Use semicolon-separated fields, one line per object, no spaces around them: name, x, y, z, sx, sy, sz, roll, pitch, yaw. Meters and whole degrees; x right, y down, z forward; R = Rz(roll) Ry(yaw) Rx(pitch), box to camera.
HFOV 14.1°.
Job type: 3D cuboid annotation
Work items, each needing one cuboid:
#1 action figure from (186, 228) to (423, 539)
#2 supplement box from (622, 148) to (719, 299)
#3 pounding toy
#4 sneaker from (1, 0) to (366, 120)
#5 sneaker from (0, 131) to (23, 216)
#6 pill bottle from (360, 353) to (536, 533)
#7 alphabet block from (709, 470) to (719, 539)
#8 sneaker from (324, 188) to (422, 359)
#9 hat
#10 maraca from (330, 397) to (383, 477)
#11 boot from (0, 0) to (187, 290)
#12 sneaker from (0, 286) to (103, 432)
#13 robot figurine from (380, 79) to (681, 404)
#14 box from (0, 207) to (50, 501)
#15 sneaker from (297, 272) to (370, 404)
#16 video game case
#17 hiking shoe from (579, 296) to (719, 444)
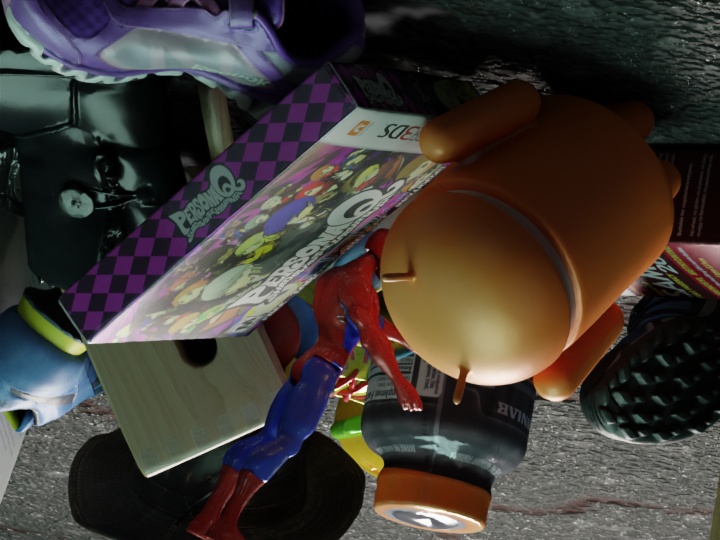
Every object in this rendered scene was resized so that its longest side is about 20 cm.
action figure;-0.008;0.077;1.621;0.099;0.200;0.065;28;172;-19
supplement box;0.210;-0.025;1.664;0.200;0.061;0.109;2;163;31
pounding toy;-0.094;0.000;1.744;0.142;0.200;0.184;-24;178;8
sneaker;-0.081;-0.133;1.462;0.200;0.081;0.088;12;160;-27
sneaker;-0.231;-0.081;1.752;0.200;0.091;0.076;-3;137;-28
pill bottle;0.059;0.060;1.803;0.106;0.200;0.106;10;165;3
alphabet block;0.346;0.138;1.890;0.196;0.200;0.195;13;165;-6
sneaker;0.000;0.000;1.742;0.079;0.131;0.200;-12;167;-9
hat;-0.095;0.114;1.893;0.200;0.081;0.201;0;-151;0
maraca;0.044;0.104;2.119;0.137;0.107;0.200;-15;176;0
boot;-0.189;-0.066;1.611;0.200;0.076;0.168;4;124;10
sneaker;-0.190;0.058;1.789;0.066;0.078;0.200;38;-175;10
robot figurine;0.087;-0.018;1.543;0.117;0.200;0.144;30;139;21
box;-0.261;0.024;1.827;0.106;0.200;0.152;8;144;10
sneaker;-0.020;0.059;1.951;0.200;0.090;0.078;34;143;-11
video game case;-0.041;-0.033;1.548;0.200;0.036;0.181;-40;164;20
hiking shoe;0.190;0.050;1.754;0.087;0.075;0.200;-3;-160;46
